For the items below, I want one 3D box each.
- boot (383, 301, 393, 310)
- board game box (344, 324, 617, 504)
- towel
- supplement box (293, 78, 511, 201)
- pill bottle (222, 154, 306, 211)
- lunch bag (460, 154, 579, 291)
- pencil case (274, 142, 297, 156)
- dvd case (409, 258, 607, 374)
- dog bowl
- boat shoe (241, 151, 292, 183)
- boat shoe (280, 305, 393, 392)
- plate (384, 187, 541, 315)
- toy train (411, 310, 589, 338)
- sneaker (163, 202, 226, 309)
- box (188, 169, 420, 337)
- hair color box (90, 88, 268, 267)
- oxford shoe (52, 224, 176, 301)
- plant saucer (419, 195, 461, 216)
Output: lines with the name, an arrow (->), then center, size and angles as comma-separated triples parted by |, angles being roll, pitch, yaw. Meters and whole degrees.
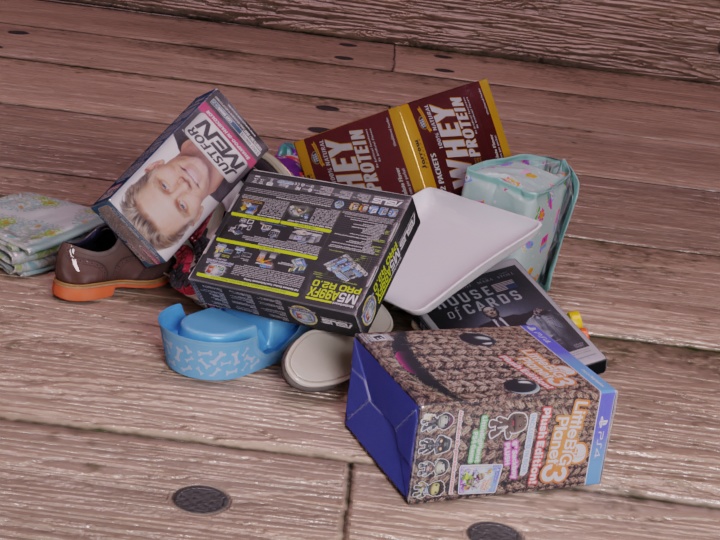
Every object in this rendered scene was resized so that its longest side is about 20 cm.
boot -> 0.000, 0.000, 1.591 | 0.155, 0.077, 0.200 | 13, 27, 29
board game box -> 0.108, 0.128, 1.200 | 0.199, 0.097, 0.159 | -2, 21, -23
towel -> -0.415, -0.052, 1.608 | 0.171, 0.048, 0.200 | 18, 22, 27
supplement box -> 0.060, -0.151, 1.714 | 0.197, 0.133, 0.200 | -14, 7, 43
pill bottle -> -0.148, -0.088, 1.705 | 0.112, 0.113, 0.200 | 21, 24, 36
lunch bag -> 0.200, -0.056, 1.649 | 0.122, 0.171, 0.200 | 22, 22, 23
pencil case -> -0.039, -0.127, 1.897 | 0.200, 0.085, 0.092 | 17, 5, 29
dvd case -> 0.152, 0.065, 1.403 | 0.150, 0.025, 0.200 | -15, 39, -19
dog bowl -> -0.128, 0.066, 1.369 | 0.111, 0.050, 0.200 | 20, 23, 33
boat shoe -> -0.102, -0.079, 1.571 | 0.065, 0.072, 0.200 | -30, 54, -21
boat shoe -> -0.030, 0.089, 1.349 | 0.067, 0.057, 0.200 | 48, 33, 6
plate -> 0.074, -0.019, 1.467 | 0.200, 0.032, 0.199 | -33, 34, -27
toy train -> 0.158, 0.071, 1.461 | 0.200, 0.056, 0.150 | 28, 46, 33
sneaker -> -0.180, -0.013, 1.522 | 0.075, 0.081, 0.200 | 44, 20, -25
box -> -0.058, -0.021, 1.353 | 0.199, 0.044, 0.160 | 11, 56, 24
hair color box -> -0.208, -0.109, 1.504 | 0.200, 0.100, 0.060 | -51, 21, -27
oxford shoe -> -0.275, -0.019, 1.520 | 0.071, 0.073, 0.200 | 18, 22, 30
plant saucer -> 0.065, -0.062, 1.702 | 0.199, 0.037, 0.200 | -15, 6, 40
